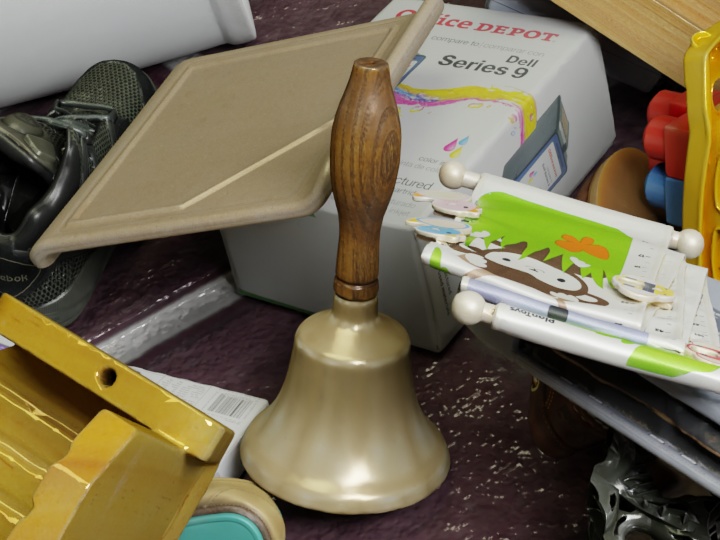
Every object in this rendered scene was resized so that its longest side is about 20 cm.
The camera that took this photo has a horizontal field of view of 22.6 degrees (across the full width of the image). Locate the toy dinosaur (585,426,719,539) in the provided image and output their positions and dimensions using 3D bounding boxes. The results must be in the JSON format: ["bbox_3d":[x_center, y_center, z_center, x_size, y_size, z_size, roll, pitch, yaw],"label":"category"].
[{"bbox_3d":[0.157,0.120,0.742,0.135,0.103,0.200,16,22,11],"label":"toy dinosaur"}]

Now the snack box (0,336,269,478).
[{"bbox_3d":[-0.146,0.079,0.946,0.198,0.024,0.072,11,45,30],"label":"snack box"}]

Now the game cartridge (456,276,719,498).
[{"bbox_3d":[0.151,0.045,0.743,0.132,0.042,0.199,1,24,-45],"label":"game cartridge"}]

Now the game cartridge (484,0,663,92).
[{"bbox_3d":[0.148,-0.195,1.132,0.132,0.041,0.201,25,38,-12],"label":"game cartridge"}]

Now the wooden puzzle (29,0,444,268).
[{"bbox_3d":[-0.061,-0.069,0.956,0.199,0.037,0.186,-12,31,32],"label":"wooden puzzle"}]

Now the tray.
[{"bbox_3d":[0.156,-0.156,1.025,0.199,0.037,0.099,35,26,5],"label":"tray"}]

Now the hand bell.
[{"bbox_3d":[0.000,0.000,0.833,0.103,0.202,0.104,4,26,-2],"label":"hand bell"}]

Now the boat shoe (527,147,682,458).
[{"bbox_3d":[0.120,0.012,0.905,0.070,0.070,0.201,-42,15,35],"label":"boat shoe"}]

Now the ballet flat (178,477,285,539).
[{"bbox_3d":[-0.132,0.137,0.849,0.198,0.069,0.063,-7,15,3],"label":"ballet flat"}]

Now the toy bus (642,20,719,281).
[{"bbox_3d":[0.212,-0.067,0.855,0.135,0.202,0.191,-28,37,-37],"label":"toy bus"}]

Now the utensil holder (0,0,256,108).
[{"bbox_3d":[-0.188,-0.209,1.211,0.198,0.171,0.171,-17,37,0],"label":"utensil holder"}]

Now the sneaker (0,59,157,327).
[{"bbox_3d":[-0.168,-0.072,1.040,0.075,0.115,0.200,10,49,14],"label":"sneaker"}]

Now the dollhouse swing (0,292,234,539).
[{"bbox_3d":[-0.167,0.112,0.714,0.181,0.176,0.201,28,84,25],"label":"dollhouse swing"}]

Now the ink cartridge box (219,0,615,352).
[{"bbox_3d":[0.033,-0.062,1.014,0.144,0.088,0.200,15,45,34],"label":"ink cartridge box"}]

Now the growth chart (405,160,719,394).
[{"bbox_3d":[0.088,0.000,0.742,0.143,0.018,0.200,14,19,-2],"label":"growth chart"}]
